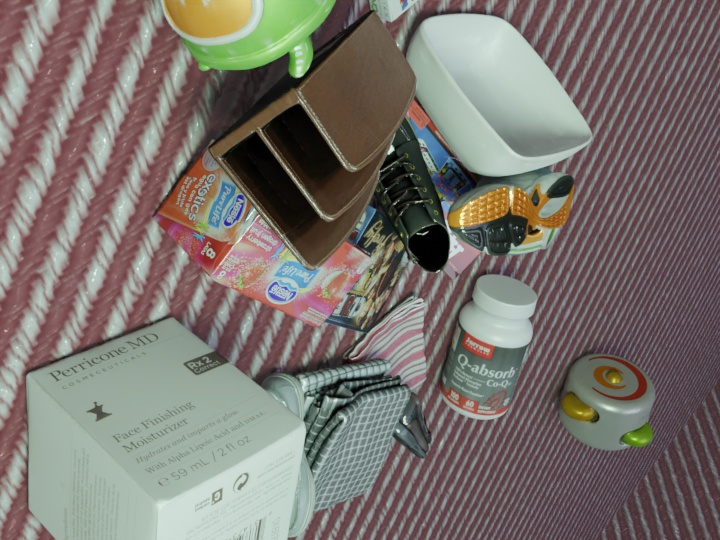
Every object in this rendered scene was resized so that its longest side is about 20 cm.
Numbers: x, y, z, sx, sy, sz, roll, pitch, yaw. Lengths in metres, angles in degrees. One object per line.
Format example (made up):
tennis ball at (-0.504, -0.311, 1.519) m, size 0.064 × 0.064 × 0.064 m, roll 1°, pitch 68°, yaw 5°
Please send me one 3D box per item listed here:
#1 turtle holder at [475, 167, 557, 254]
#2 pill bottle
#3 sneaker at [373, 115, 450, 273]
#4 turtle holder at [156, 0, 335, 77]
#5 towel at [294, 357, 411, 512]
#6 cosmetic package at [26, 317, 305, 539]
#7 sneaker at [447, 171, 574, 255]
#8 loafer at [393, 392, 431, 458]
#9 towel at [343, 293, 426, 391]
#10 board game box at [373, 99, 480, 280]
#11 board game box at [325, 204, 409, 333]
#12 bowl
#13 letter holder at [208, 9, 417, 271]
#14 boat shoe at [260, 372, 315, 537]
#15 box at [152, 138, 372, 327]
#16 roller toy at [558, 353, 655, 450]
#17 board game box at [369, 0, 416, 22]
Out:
turtle holder at (0.196, -0.082, 1.183) m, size 0.142 × 0.131 × 0.186 m, roll -63°, pitch 164°, yaw -7°
pill bottle at (0.196, 0.116, 1.386) m, size 0.115 × 0.115 × 0.202 m, roll -19°, pitch 130°, yaw -46°
sneaker at (0.041, -0.097, 0.941) m, size 0.074 × 0.107 × 0.201 m, roll -30°, pitch 118°, yaw 9°
turtle holder at (-0.077, -0.246, 0.677) m, size 0.186 × 0.140 × 0.132 m, roll -49°, pitch 143°, yaw -12°
towel at (-0.030, 0.217, 1.158) m, size 0.165 × 0.085 × 0.201 m, roll -4°, pitch 126°, yaw -48°
cosmetic package at (-0.181, 0.179, 0.826) m, size 0.164 × 0.199 × 0.166 m, roll -22°, pitch 134°, yaw -44°
sneaker at (0.147, -0.069, 0.993) m, size 0.199 × 0.091 × 0.077 m, roll -14°, pitch 115°, yaw -45°
loafer at (0.078, 0.228, 1.333) m, size 0.063 × 0.072 × 0.200 m, roll -52°, pitch 160°, yaw -9°
towel at (0.040, 0.140, 1.269) m, size 0.146 × 0.030 × 0.201 m, roll -40°, pitch 144°, yaw -28°
board game box at (0.080, -0.090, 1.036) m, size 0.103 × 0.019 × 0.200 m, roll -45°, pitch 118°, yaw 0°
board game box at (0.000, 0.000, 1.051) m, size 0.136 × 0.034 × 0.200 m, roll -60°, pitch 161°, yaw 2°
bowl at (0.144, -0.188, 1.013) m, size 0.199 × 0.201 × 0.075 m, roll -19°, pitch 161°, yaw -48°
letter holder at (-0.015, -0.112, 0.786) m, size 0.143 × 0.100 × 0.200 m, roll 53°, pitch 34°, yaw -16°
boat shoe at (-0.099, 0.223, 1.056) m, size 0.071 × 0.069 × 0.203 m, roll -32°, pitch 121°, yaw -68°
box at (-0.088, -0.029, 0.871) m, size 0.096 × 0.100 × 0.200 m, roll -51°, pitch 149°, yaw 4°
roller toy at (0.512, 0.267, 1.899) m, size 0.183 × 0.198 × 0.141 m, roll -76°, pitch 174°, yaw -56°
board game box at (0.076, -0.356, 0.901) m, size 0.200 × 0.034 × 0.127 m, roll -44°, pitch 146°, yaw -23°
